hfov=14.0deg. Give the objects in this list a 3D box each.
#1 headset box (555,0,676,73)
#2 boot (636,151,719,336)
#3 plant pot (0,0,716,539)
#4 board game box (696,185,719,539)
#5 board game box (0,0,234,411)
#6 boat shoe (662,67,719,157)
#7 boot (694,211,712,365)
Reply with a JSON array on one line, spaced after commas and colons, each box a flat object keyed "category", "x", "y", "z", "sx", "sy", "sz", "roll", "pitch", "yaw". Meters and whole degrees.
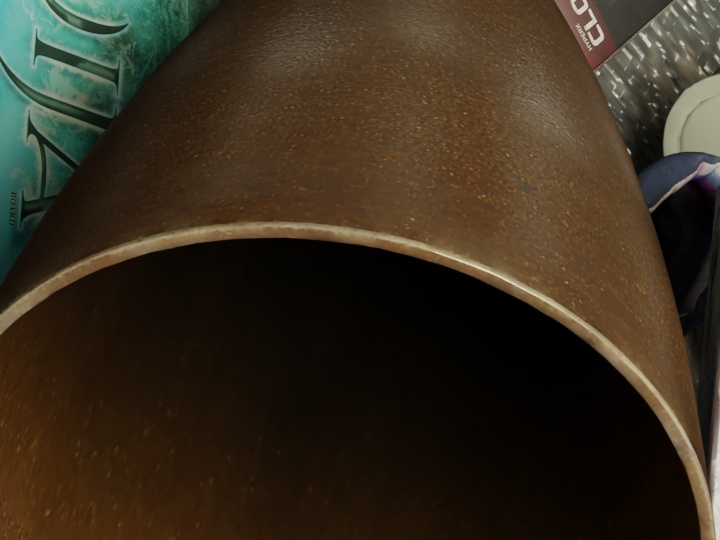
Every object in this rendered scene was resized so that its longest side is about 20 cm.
[{"category": "headset box", "x": 0.054, "y": -0.149, "z": 0.971, "sx": 0.200, "sy": 0.077, "sz": 0.149, "roll": -42, "pitch": 104, "yaw": -41}, {"category": "boot", "x": 0.040, "y": 0.030, "z": 0.889, "sx": 0.073, "sy": 0.090, "sz": 0.200, "roll": 52, "pitch": 49, "yaw": -16}, {"category": "plant pot", "x": 0.000, "y": 0.000, "z": 0.759, "sx": 0.187, "sy": 0.187, "sz": 0.200, "roll": 42, "pitch": 33, "yaw": -24}, {"category": "board game box", "x": 0.109, "y": 0.079, "z": 0.793, "sx": 0.199, "sy": 0.043, "sz": 0.201, "roll": -23, "pitch": 118, "yaw": -83}, {"category": "board game box", "x": -0.091, "y": -0.068, "z": 0.822, "sx": 0.135, "sy": 0.028, "sz": 0.201, "roll": 18, "pitch": 64, "yaw": -37}, {"category": "boat shoe", "x": 0.163, "y": 0.021, "z": 1.015, "sx": 0.060, "sy": 0.072, "sz": 0.202, "roll": -36, "pitch": 109, "yaw": -60}, {"category": "boot", "x": 0.116, "y": 0.094, "z": 0.939, "sx": 0.146, "sy": 0.070, "sz": 0.200, "roll": -33, "pitch": 101, "yaw": -29}]
